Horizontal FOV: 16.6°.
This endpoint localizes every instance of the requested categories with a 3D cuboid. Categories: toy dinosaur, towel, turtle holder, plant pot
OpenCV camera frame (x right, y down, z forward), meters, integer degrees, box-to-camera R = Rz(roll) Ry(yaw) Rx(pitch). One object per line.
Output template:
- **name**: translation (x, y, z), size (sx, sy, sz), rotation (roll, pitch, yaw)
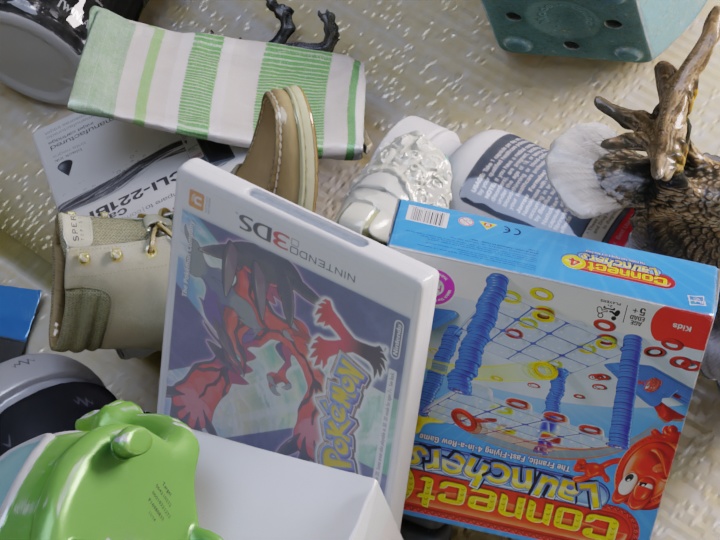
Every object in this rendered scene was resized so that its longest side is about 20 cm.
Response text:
- **toy dinosaur**: translation (-0.058, -0.152, 1.810), size (0.200, 0.047, 0.088), rotation (22, 80, 25)
- **towel**: translation (-0.094, -0.127, 1.690), size (0.200, 0.023, 0.153), rotation (12, 29, -7)
- **turtle holder**: translation (-0.159, 0.142, 1.348), size (0.131, 0.141, 0.186), rotation (-8, 64, 30)
- **plant pot**: translation (0.160, -0.261, 1.744), size (0.195, 0.196, 0.200), rotation (7, 68, 18)

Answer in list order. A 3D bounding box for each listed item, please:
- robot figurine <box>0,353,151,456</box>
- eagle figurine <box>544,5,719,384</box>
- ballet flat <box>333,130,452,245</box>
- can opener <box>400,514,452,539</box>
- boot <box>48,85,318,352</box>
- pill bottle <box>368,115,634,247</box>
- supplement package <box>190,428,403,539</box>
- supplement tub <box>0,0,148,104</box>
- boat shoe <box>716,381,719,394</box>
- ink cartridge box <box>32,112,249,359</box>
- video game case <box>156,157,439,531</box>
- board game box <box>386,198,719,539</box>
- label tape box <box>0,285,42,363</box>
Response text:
- **robot figurine**: translation (-0.190, 0.146, 1.605), size (0.125, 0.150, 0.200), rotation (-45, 57, 9)
- **eagle figurine**: translation (0.227, -0.034, 1.525), size (0.152, 0.200, 0.151), rotation (-38, 42, 4)
- **ballet flat**: translation (0.000, 0.000, 1.566), size (0.072, 0.072, 0.200), rotation (20, 85, 24)
- **can opener**: translation (-0.036, 0.139, 1.600), size (0.200, 0.053, 0.067), rotation (18, 42, 15)
- **boot**: translation (-0.114, -0.029, 1.560), size (0.154, 0.200, 0.072), rotation (6, 27, -16)
- **pill bottle**: translation (0.103, -0.025, 1.630), size (0.200, 0.120, 0.120), rotation (26, 67, 20)
- **supplement package**: translation (-0.067, 0.231, 1.470), size (0.147, 0.200, 0.192), rotation (13, 62, 21)
- **supplement tub**: translation (-0.211, -0.236, 1.854), size (0.122, 0.123, 0.200), rotation (13, 61, 21)
- **boat shoe**: translation (0.269, 0.007, 1.609), size (0.091, 0.071, 0.201), rotation (-7, 57, 6)
- **ink cartridge box**: translation (-0.132, -0.047, 1.701), size (0.144, 0.084, 0.200), rotation (-25, 36, -2)
- **video game case**: translation (-0.044, 0.052, 1.500), size (0.182, 0.200, 0.023), rotation (25, 37, 26)
- **board game box**: translation (0.100, 0.070, 1.506), size (0.200, 0.196, 0.056), rotation (12, 34, 3)
- **label tape box**: translation (-0.326, 0.075, 1.718), size (0.143, 0.066, 0.200), rotation (10, 62, 19)
